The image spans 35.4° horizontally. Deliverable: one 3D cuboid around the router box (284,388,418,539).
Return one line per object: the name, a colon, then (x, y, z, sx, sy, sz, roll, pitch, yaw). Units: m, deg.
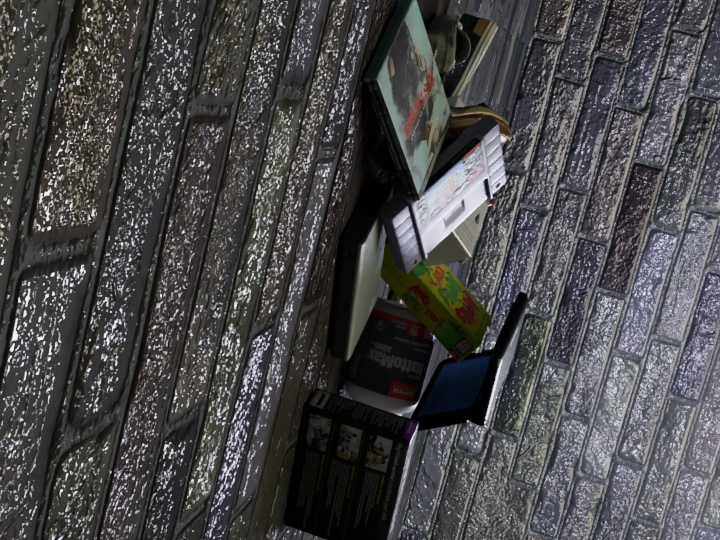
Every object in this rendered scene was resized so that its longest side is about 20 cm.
router box: (-0.014, 0.273, 1.507, 0.051, 0.147, 0.203, -54, 158, -61)

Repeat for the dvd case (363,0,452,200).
dvd case: (0.062, -0.207, 1.366, 0.201, 0.022, 0.147, 67, 37, -47)

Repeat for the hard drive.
hard drive: (0.000, 0.000, 1.493, 0.140, 0.032, 0.202, -64, 166, -48)

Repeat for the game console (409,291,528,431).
game console: (0.159, 0.133, 1.663, 0.200, 0.114, 0.178, -55, 158, -56)

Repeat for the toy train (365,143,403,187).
toy train: (0.067, -0.127, 1.465, 0.046, 0.034, 0.199, -42, 153, 24)

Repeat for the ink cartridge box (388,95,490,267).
ink cartridge box: (0.120, -0.130, 1.638, 0.146, 0.084, 0.202, 51, 43, -32)

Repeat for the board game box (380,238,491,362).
board game box: (0.104, 0.029, 1.666, 0.047, 0.200, 0.102, -39, -173, 27)

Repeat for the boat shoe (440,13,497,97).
boat shoe: (0.147, -0.315, 1.749, 0.075, 0.062, 0.201, -59, 178, -43)

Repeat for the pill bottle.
pill bottle: (0.041, 0.152, 1.714, 0.120, 0.118, 0.204, 5, 101, -80)

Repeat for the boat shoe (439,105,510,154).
boat shoe: (0.126, -0.180, 1.536, 0.075, 0.197, 0.075, -30, -115, 47)

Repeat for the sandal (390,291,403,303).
sandal: (0.090, 0.012, 1.951, 0.080, 0.056, 0.204, -47, 152, -69)

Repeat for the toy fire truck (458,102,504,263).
toy fire truck: (0.178, -0.136, 1.824, 0.176, 0.127, 0.203, 95, -29, -73)

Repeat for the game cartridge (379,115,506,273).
game cartridge: (0.113, -0.099, 1.482, 0.200, 0.038, 0.130, -42, 152, -15)

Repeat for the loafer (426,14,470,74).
loafer: (0.119, -0.310, 1.566, 0.200, 0.069, 0.071, -56, 160, -61)
